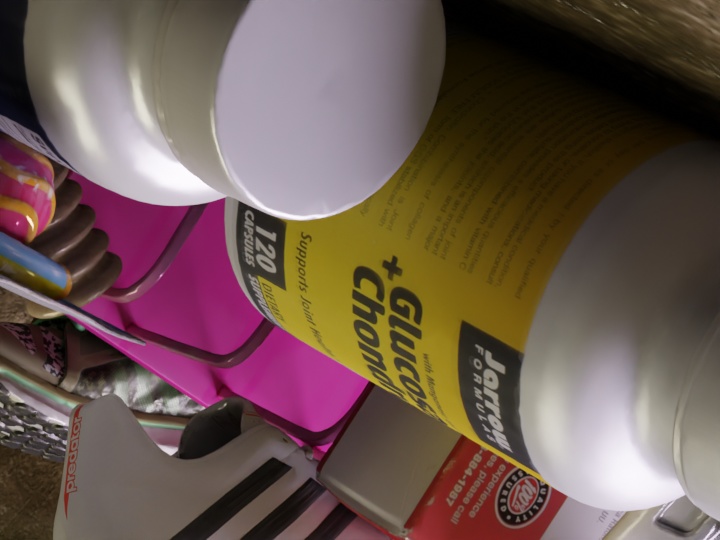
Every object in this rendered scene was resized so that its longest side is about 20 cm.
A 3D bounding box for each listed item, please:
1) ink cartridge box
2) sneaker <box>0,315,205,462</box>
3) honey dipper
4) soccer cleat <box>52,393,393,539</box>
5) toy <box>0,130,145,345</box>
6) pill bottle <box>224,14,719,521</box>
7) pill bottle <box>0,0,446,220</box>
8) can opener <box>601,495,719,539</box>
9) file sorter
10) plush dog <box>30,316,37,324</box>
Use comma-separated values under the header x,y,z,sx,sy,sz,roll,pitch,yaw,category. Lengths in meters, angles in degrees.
x,y,z,sx,sy,sz,roll,pitch,yaw,category
0.108,0.071,1.036,0.200,0.147,0.083,36,175,-27,ink cartridge box
-0.096,0.033,1.165,0.199,0.089,0.077,24,162,-36,sneaker
-0.140,-0.076,0.985,0.201,0.038,0.038,62,163,-21,honey dipper
-0.027,0.088,1.044,0.068,0.086,0.199,-19,161,42,soccer cleat
-0.129,-0.028,0.902,0.115,0.047,0.200,28,-179,12,toy
0.061,0.002,0.878,0.200,0.112,0.112,29,173,39,pill bottle
-0.070,-0.085,0.862,0.200,0.111,0.111,28,173,44,pill bottle
0.079,0.123,0.947,0.052,0.200,0.067,25,-141,-19,can opener
0.000,0.000,1.101,0.200,0.139,0.125,35,171,-25,file sorter
-0.063,-0.037,1.226,0.171,0.161,0.200,-12,145,43,plush dog
